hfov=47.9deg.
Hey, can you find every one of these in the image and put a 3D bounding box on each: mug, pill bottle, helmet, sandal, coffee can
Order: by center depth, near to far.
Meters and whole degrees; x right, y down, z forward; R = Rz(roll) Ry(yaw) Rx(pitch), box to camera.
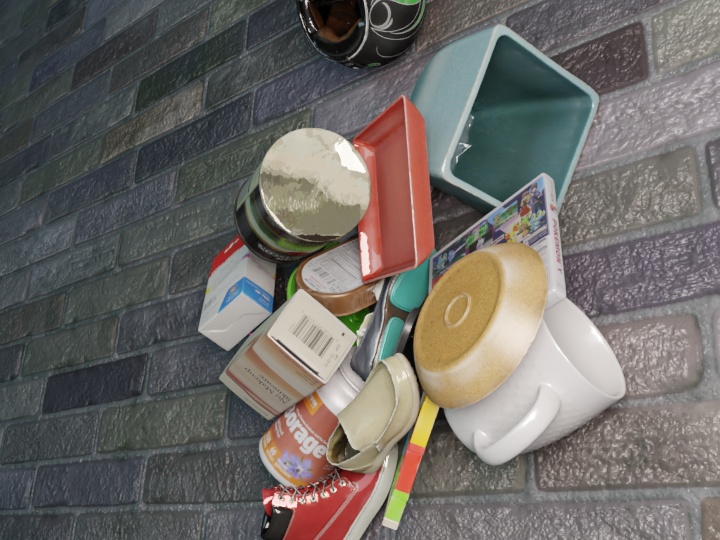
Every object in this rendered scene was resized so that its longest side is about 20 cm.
[{"bbox_3d":[0.179,0.140,0.904,0.175,0.148,0.200,-43,6,27],"label":"mug"},{"bbox_3d":[0.076,0.115,1.033,0.048,0.201,0.076,19,57,17],"label":"sandal"},{"bbox_3d":[-0.085,-0.095,1.101,0.200,0.146,0.147,156,128,-71],"label":"coffee can"},{"bbox_3d":[-0.044,0.207,1.135,0.200,0.112,0.112,-51,46,15],"label":"pill bottle"},{"bbox_3d":[0.013,-0.429,1.295,0.199,0.190,0.201,21,124,33],"label":"helmet"}]

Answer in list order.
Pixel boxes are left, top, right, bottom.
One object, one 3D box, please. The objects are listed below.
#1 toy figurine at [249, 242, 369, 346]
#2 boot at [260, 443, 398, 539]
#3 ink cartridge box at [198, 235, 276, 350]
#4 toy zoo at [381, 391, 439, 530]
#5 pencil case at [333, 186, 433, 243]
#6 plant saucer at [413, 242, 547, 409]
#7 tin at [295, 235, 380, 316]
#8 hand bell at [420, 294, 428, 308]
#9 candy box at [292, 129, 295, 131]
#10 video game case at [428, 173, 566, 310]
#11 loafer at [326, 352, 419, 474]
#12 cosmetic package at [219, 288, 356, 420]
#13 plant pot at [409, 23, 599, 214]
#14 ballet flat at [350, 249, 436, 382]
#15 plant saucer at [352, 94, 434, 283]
[{"bbox_3d":[-0.092,0.073,1.243,0.184,0.150,0.201,-35,28,41],"label":"toy figurine"},{"bbox_3d":[-0.047,0.286,1.076,0.201,0.144,0.072,-61,14,4],"label":"boot"},{"bbox_3d":[-0.203,0.023,1.369,0.116,0.067,0.200,-39,29,25],"label":"ink cartridge box"},{"bbox_3d":[0.073,0.203,1.005,0.020,0.131,0.201,19,99,5],"label":"toy zoo"},{"bbox_3d":[0.018,-0.117,1.236,0.199,0.083,0.091,-27,95,32],"label":"pencil case"},{"bbox_3d":[0.116,0.050,0.878,0.200,0.035,0.201,-45,28,31],"label":"plant saucer"},{"bbox_3d":[0.000,0.000,1.139,0.112,0.199,0.042,40,142,37],"label":"tin"},{"bbox_3d":[0.116,0.039,1.092,0.200,0.104,0.105,-3,71,55],"label":"hand bell"},{"bbox_3d":[-0.121,-0.131,1.316,0.169,0.077,0.200,-56,12,10],"label":"candy box"},{"bbox_3d":[0.150,0.006,0.935,0.200,0.023,0.183,-39,31,39],"label":"video game case"},{"bbox_3d":[0.012,0.182,0.980,0.076,0.068,0.201,57,139,40],"label":"loafer"},{"bbox_3d":[-0.102,0.118,1.089,0.087,0.103,0.200,-54,7,-34],"label":"cosmetic package"},{"bbox_3d":[0.152,-0.180,1.069,0.200,0.196,0.197,15,83,58],"label":"plant pot"},{"bbox_3d":[0.037,0.052,1.067,0.073,0.073,0.201,10,74,45],"label":"ballet flat"},{"bbox_3d":[0.041,-0.092,1.005,0.200,0.037,0.201,159,108,-72],"label":"plant saucer"}]
